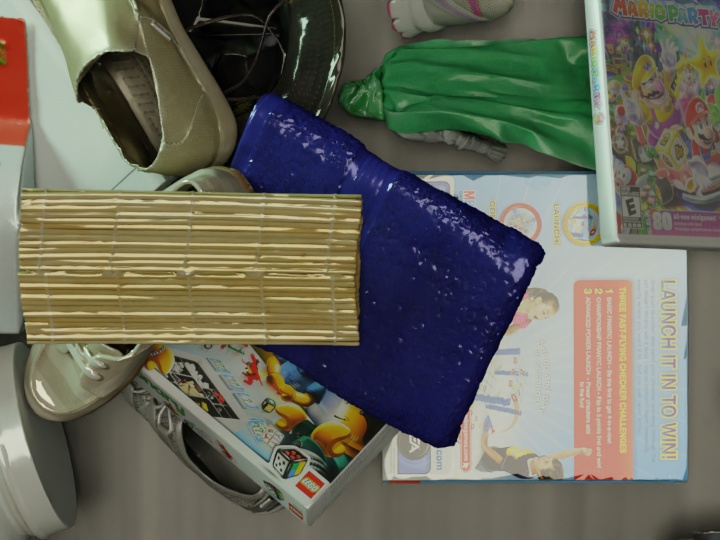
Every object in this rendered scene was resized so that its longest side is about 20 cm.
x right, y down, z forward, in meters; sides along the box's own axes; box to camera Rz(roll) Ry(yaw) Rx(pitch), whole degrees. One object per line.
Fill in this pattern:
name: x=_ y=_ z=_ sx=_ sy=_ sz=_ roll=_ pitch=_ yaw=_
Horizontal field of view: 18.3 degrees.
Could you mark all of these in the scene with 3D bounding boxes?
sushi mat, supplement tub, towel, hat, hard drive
sushi mat: x=-0.098 y=-0.001 z=1.296 sx=0.199 sy=0.012 sz=0.096 roll=1 pitch=115 yaw=-5
supplement tub: x=-0.293 y=0.131 z=1.414 sx=0.199 sy=0.145 sz=0.146 roll=-17 pitch=90 yaw=3
towel: x=0.000 y=0.000 z=1.347 sx=0.200 sy=0.050 sz=0.148 roll=30 pitch=110 yaw=13
hat: x=-0.079 y=-0.153 z=1.426 sx=0.200 sy=0.081 sz=0.201 roll=2 pitch=94 yaw=28
hard drive: x=-0.216 y=-0.106 z=1.434 sx=0.132 sy=0.027 sz=0.200 roll=-38 pitch=88 yaw=38

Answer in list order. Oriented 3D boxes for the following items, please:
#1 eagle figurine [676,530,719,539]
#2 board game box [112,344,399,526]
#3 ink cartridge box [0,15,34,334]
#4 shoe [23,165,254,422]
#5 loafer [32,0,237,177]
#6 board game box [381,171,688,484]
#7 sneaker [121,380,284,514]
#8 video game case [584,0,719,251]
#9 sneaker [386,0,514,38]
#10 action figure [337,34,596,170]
eagle figurine: x=0.316 y=0.160 z=1.413 sx=0.200 sy=0.151 sz=0.152 roll=21 pitch=47 yaw=31
board game box: x=-0.064 y=0.049 z=1.396 sx=0.200 sy=0.035 sz=0.126 roll=38 pitch=69 yaw=17
ink cartridge box: x=-0.288 y=-0.063 z=1.419 sx=0.162 sy=0.050 sz=0.201 roll=5 pitch=115 yaw=9
shoe: x=-0.142 y=0.014 z=1.340 sx=0.070 sy=0.053 sz=0.200 roll=43 pitch=107 yaw=9
loafer: x=-0.150 y=-0.142 z=1.360 sx=0.076 sy=0.068 sz=0.200 roll=-38 pitch=87 yaw=34
board game box: x=0.111 y=0.035 z=1.439 sx=0.195 sy=0.056 sz=0.201 roll=0 pitch=91 yaw=2
sneaker: x=-0.110 y=0.074 z=1.436 sx=0.200 sy=0.082 sz=0.075 roll=44 pitch=92 yaw=1
video game case: x=0.199 y=-0.113 z=1.398 sx=0.143 sy=0.018 sz=0.201 roll=1 pitch=82 yaw=-38
sneaker: x=0.061 y=-0.241 z=1.394 sx=0.088 sy=0.081 sz=0.201 roll=3 pitch=124 yaw=16
action figure: x=0.085 y=-0.110 z=1.425 sx=0.199 sy=0.055 sz=0.118 roll=2 pitch=58 yaw=-1
